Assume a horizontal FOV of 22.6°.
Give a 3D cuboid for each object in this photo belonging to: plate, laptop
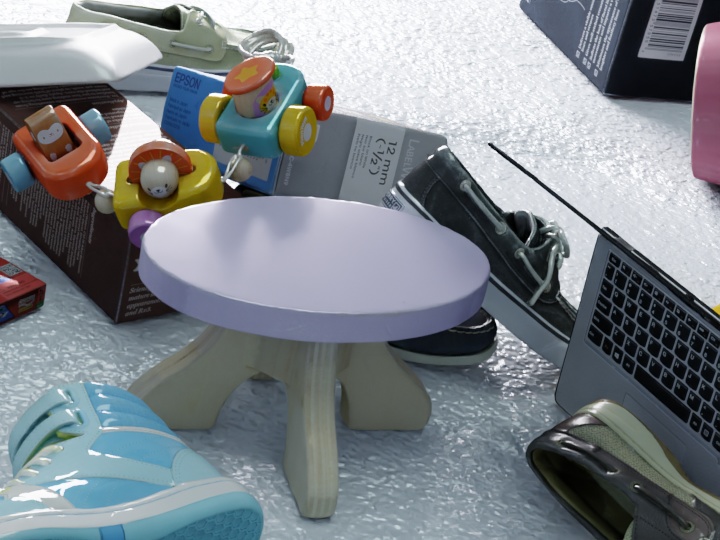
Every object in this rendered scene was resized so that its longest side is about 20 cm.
[{"bbox_3d":[-0.252,-0.154,1.268,0.199,0.033,0.200,-1,12,3],"label":"plate"},{"bbox_3d":[0.147,0.052,1.003,0.115,0.201,0.187,-10,36,-32],"label":"laptop"}]

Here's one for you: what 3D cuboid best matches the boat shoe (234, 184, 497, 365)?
[{"bbox_3d":[0.000,0.000,1.171,0.199,0.062,0.075,24,29,17],"label":"boat shoe"}]

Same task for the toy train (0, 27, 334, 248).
[{"bbox_3d":[-0.119,-0.094,1.093,0.199,0.056,0.150,-29,48,-11],"label":"toy train"}]

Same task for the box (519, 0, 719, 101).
[{"bbox_3d":[0.249,-0.268,1.678,0.107,0.149,0.200,1,31,-23],"label":"box"}]

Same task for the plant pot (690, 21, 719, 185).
[{"bbox_3d":[0.365,-0.133,1.464,0.178,0.201,0.200,5,25,17],"label":"plant pot"}]

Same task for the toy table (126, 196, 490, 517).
[{"bbox_3d":[-0.033,0.039,1.028,0.199,0.118,0.184,8,29,-10],"label":"toy table"}]

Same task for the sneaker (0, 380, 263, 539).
[{"bbox_3d":[-0.159,0.114,0.880,0.199,0.080,0.130,-1,32,-45],"label":"sneaker"}]

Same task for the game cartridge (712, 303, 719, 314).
[{"bbox_3d":[0.278,0.088,1.178,0.176,0.033,0.200,32,35,29],"label":"game cartridge"}]

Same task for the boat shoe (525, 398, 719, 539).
[{"bbox_3d":[0.165,0.149,0.979,0.066,0.072,0.201,-21,45,-24],"label":"boat shoe"}]

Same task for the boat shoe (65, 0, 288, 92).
[{"bbox_3d":[-0.142,-0.178,1.426,0.199,0.062,0.072,-4,33,-33],"label":"boat shoe"}]

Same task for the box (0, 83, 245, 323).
[{"bbox_3d":[-0.165,-0.051,1.179,0.100,0.075,0.200,-10,35,-38],"label":"box"}]

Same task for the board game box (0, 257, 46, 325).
[{"bbox_3d":[-0.288,0.023,1.045,0.103,0.020,0.200,27,31,24],"label":"board game box"}]

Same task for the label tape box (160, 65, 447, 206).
[{"bbox_3d":[-0.017,-0.083,1.235,0.199,0.066,0.143,6,11,-40],"label":"label tape box"}]

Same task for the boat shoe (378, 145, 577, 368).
[{"bbox_3d":[0.098,-0.008,1.133,0.199,0.068,0.074,40,10,-28],"label":"boat shoe"}]
